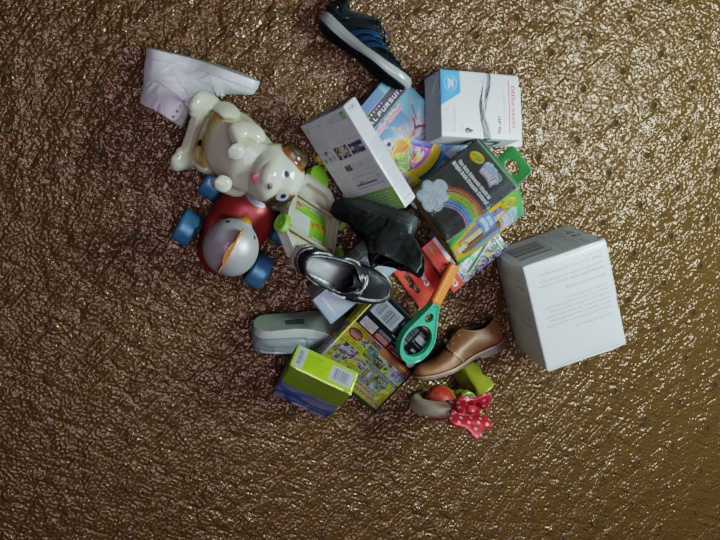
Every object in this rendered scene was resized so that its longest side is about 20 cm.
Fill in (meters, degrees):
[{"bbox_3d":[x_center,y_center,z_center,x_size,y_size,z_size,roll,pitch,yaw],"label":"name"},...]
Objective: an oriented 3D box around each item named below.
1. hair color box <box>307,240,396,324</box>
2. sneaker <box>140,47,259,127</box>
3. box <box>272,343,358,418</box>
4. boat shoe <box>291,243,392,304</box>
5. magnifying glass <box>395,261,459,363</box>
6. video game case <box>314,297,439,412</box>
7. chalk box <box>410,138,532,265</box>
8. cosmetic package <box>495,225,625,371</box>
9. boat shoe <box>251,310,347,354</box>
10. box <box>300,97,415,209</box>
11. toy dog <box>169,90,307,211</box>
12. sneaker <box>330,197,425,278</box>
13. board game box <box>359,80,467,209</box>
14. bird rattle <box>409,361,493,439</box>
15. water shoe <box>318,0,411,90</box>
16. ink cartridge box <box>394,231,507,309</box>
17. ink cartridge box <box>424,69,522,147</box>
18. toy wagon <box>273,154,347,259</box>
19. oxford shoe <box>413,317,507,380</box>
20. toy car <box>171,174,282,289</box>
[{"bbox_3d":[0.000,0.000,1.552,0.199,0.099,0.061,-40,106,1],"label":"hair color box"},{"bbox_3d":[-0.276,-0.298,1.463,0.196,0.074,0.118,13,101,-2],"label":"sneaker"},{"bbox_3d":[-0.085,0.204,1.547,0.120,0.200,0.048,25,65,-4],"label":"box"},{"bbox_3d":[-0.023,0.012,1.457,0.198,0.060,0.075,27,93,-26],"label":"boat shoe"},{"bbox_3d":[0.128,0.079,1.580,0.079,0.022,0.203,19,100,-36],"label":"magnifying glass"},{"bbox_3d":[0.030,0.149,1.591,0.181,0.026,0.200,-46,128,1],"label":"video game case"},{"bbox_3d":[0.205,-0.132,1.503,0.198,0.124,0.126,-36,67,1],"label":"chalk box"},{"bbox_3d":[0.366,0.047,1.590,0.162,0.165,0.204,-18,105,-6],"label":"cosmetic package"},{"bbox_3d":[-0.105,0.122,1.585,0.196,0.071,0.073,1,125,-14],"label":"boat shoe"},{"bbox_3d":[-0.006,-0.188,1.483,0.036,0.143,0.202,-41,108,-30],"label":"box"},{"bbox_3d":[-0.185,-0.178,1.418,0.198,0.193,0.141,33,103,19],"label":"toy dog"},{"bbox_3d":[0.026,-0.055,1.469,0.196,0.060,0.106,12,69,20],"label":"sneaker"},{"bbox_3d":[0.076,-0.235,1.543,0.199,0.047,0.151,41,93,-15],"label":"board game box"},{"bbox_3d":[0.171,0.255,1.596,0.159,0.200,0.115,-1,103,15],"label":"bird rattle"},{"bbox_3d":[0.020,-0.392,1.465,0.199,0.072,0.079,39,84,4],"label":"water shoe"},{"bbox_3d":[0.164,-0.025,1.600,0.199,0.050,0.110,-39,105,-1],"label":"ink cartridge box"},{"bbox_3d":[0.215,-0.283,1.516,0.196,0.068,0.119,-1,87,-21],"label":"ink cartridge box"},{"bbox_3d":[-0.084,-0.105,1.512,0.154,0.039,0.204,31,56,-44],"label":"toy wagon"},{"bbox_3d":[0.180,0.149,1.633,0.197,0.071,0.073,-25,102,-15],"label":"oxford shoe"},{"bbox_3d":[-0.209,-0.061,1.453,0.182,0.200,0.179,32,95,-15],"label":"toy car"}]
